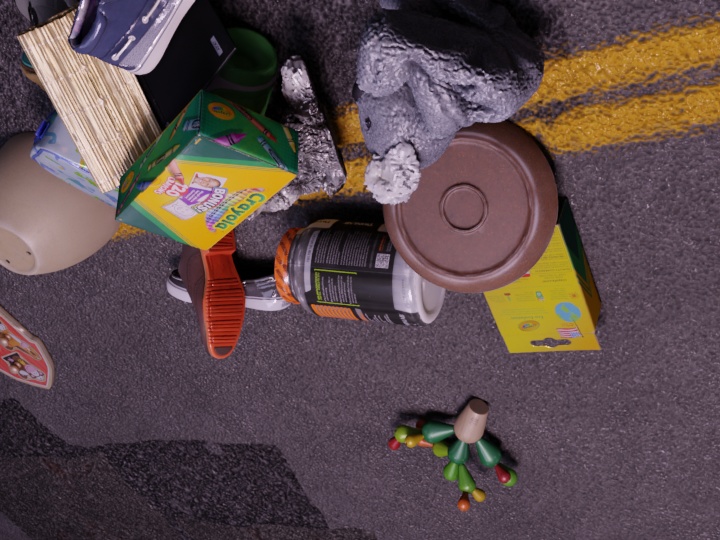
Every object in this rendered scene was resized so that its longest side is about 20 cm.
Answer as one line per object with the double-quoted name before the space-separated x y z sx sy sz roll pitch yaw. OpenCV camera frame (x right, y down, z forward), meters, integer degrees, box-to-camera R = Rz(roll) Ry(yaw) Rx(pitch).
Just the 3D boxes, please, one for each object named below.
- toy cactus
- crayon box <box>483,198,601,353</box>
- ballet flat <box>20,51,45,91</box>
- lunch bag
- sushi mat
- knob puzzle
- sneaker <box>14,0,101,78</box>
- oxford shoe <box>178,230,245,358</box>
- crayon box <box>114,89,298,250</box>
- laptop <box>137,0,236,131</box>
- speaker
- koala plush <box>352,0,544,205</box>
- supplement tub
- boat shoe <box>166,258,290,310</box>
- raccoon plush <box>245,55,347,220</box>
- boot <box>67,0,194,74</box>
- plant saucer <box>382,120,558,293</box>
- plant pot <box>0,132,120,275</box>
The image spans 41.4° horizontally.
"toy cactus" 0.144 0.260 1.411 0.198 0.102 0.167 28 130 13
"crayon box" 0.209 0.012 1.140 0.125 0.051 0.202 -3 130 30
"ballet flat" -0.334 -0.230 1.168 0.198 0.069 0.063 26 157 30
"lunch bag" -0.327 -0.140 1.187 0.159 0.083 0.199 27 171 -21
"sushi mat" -0.288 -0.189 1.052 0.012 0.095 0.202 41 157 54
"knob puzzle" -0.653 0.158 1.773 0.216 0.031 0.222 15 137 14
"sneaker" -0.351 -0.278 1.095 0.200 0.079 0.075 39 150 31
"oxford shoe" -0.206 0.020 1.297 0.072 0.204 0.071 -12 168 38
"crayon box" -0.167 -0.101 1.022 0.118 0.059 0.199 19 146 -32
"laptop" -0.197 -0.223 1.070 0.179 0.102 0.201 60 172 26
"speaker" -0.155 -0.182 1.114 0.088 0.089 0.201 27 139 0
"koala plush" 0.064 -0.171 0.947 0.181 0.179 0.201 22 136 -10
"supplement tub" 0.000 0.000 1.187 0.197 0.123 0.124 5 135 24
"boat shoe" -0.189 0.009 1.348 0.197 0.070 0.067 9 117 25
"raccoon plush" -0.098 -0.148 1.073 0.132 0.097 0.202 -18 131 5
"boot" -0.219 -0.296 0.968 0.073 0.090 0.202 44 113 33
"plant saucer" 0.116 -0.070 1.046 0.197 0.034 0.204 4 105 15
"plant pot" -0.460 -0.074 1.352 0.197 0.135 0.202 15 137 14
